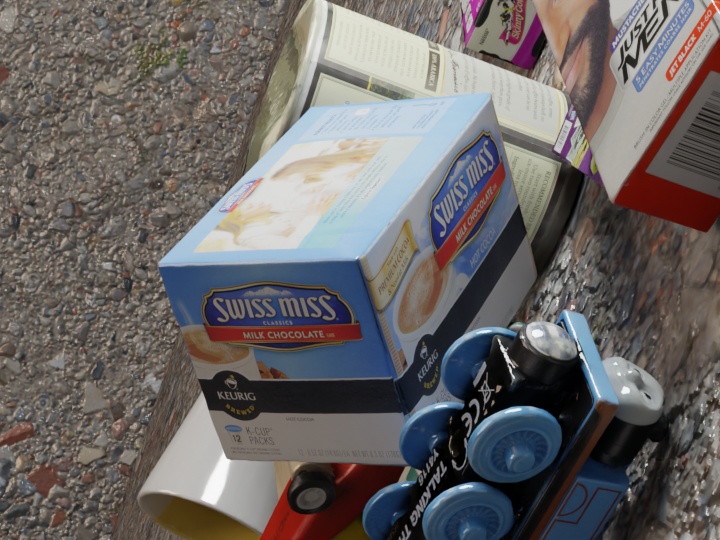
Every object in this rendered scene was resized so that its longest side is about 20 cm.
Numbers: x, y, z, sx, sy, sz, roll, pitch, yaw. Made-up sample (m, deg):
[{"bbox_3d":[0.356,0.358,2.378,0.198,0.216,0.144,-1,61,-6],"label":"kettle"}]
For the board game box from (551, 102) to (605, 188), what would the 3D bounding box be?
[{"bbox_3d":[0.177,-0.151,0.987,0.120,0.032,0.202,-110,39,-76],"label":"board game box"}]

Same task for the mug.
[{"bbox_3d":[-0.128,0.189,1.612,0.186,0.149,0.154,-34,30,61],"label":"mug"}]

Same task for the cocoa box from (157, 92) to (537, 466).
[{"bbox_3d":[0.000,0.000,0.942,0.200,0.132,0.132,-51,-48,-49],"label":"cocoa box"}]

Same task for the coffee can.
[{"bbox_3d":[0.035,-0.084,1.112,0.146,0.198,0.148,-161,90,-79],"label":"coffee can"}]

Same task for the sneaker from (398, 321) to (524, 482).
[{"bbox_3d":[0.066,0.121,0.975,0.093,0.070,0.201,126,163,-69],"label":"sneaker"}]

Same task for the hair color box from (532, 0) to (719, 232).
[{"bbox_3d":[0.160,-0.128,0.869,0.201,0.063,0.111,-100,32,-52],"label":"hair color box"}]

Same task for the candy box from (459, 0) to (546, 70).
[{"bbox_3d":[0.129,-0.269,1.307,0.201,0.061,0.137,-89,20,-57],"label":"candy box"}]

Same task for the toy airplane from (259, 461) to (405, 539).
[{"bbox_3d":[-0.019,0.191,1.093,0.199,0.140,0.202,-16,65,63],"label":"toy airplane"}]

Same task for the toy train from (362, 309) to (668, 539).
[{"bbox_3d":[0.078,0.111,0.829,0.087,0.113,0.201,-108,36,-50],"label":"toy train"}]
